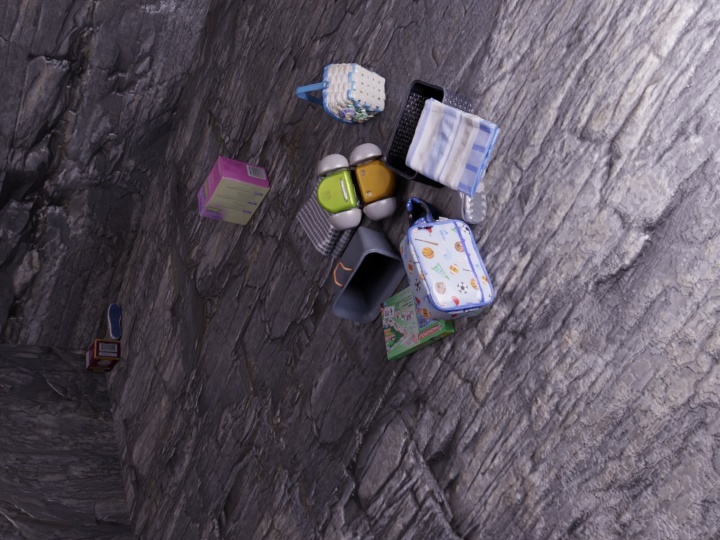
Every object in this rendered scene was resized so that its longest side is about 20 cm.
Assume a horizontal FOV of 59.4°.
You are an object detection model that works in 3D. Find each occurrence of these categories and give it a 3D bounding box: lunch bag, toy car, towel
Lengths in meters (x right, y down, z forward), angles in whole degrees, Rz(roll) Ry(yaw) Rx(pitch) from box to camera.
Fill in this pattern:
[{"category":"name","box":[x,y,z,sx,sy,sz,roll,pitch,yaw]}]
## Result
[{"category":"lunch bag","box":[0.170,-0.007,1.236,0.076,0.157,0.204,121,138,-59]},{"category":"toy car","box":[-0.005,-0.198,1.524,0.196,0.150,0.179,-16,90,10]},{"category":"towel","box":[-0.085,-0.153,1.695,0.167,0.084,0.201,-62,39,24]},{"category":"towel","box":[0.176,-0.247,1.256,0.199,0.024,0.149,36,112,42]}]

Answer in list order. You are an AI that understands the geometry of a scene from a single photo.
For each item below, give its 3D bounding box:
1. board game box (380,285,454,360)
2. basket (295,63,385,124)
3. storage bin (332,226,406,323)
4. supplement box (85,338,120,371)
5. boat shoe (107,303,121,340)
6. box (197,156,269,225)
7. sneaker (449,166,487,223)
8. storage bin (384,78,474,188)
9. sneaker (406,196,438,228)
[{"category":"board game box","box":[0.120,0.103,1.391,0.199,0.029,0.137,-34,57,46]},{"category":"basket","box":[-0.048,-0.454,1.633,0.198,0.174,0.142,6,90,44]},{"category":"storage bin","box":[0.000,0.000,1.505,0.202,0.143,0.135,-59,30,28]},{"category":"supplement box","box":[-1.367,0.452,3.350,0.200,0.129,0.105,-40,52,44]},{"category":"boat shoe","box":[-1.324,0.279,3.379,0.072,0.071,0.204,-38,53,45]},{"category":"box","box":[-0.431,-0.266,2.137,0.200,0.173,0.098,-48,47,38]},{"category":"sneaker","box":[0.210,-0.196,1.290,0.081,0.074,0.205,-2,81,53]},{"category":"storage bin","box":[0.148,-0.299,1.388,0.135,0.092,0.203,39,113,51]},{"category":"sneaker","box":[0.139,-0.074,1.345,0.075,0.078,0.202,-34,53,19]}]
